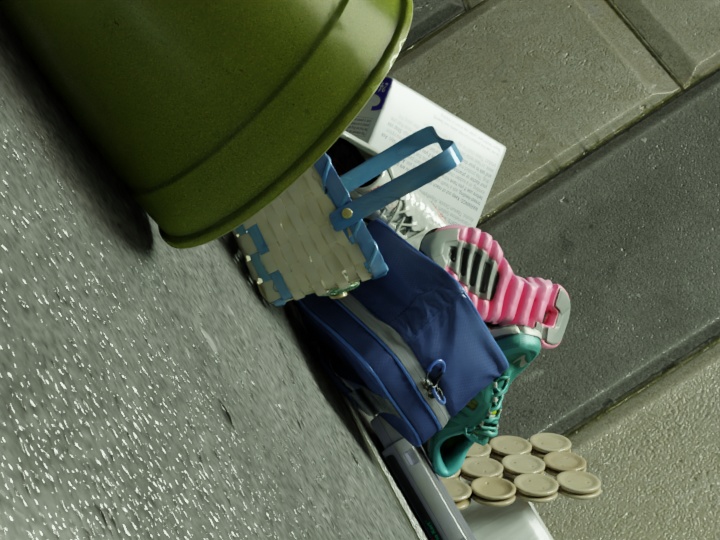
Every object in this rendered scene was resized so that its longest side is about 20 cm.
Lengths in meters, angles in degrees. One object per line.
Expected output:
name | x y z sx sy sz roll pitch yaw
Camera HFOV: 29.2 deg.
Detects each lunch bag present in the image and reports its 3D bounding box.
lunch bag | 0.029 0.064 1.248 0.136 0.132 0.200 56 -10 -35

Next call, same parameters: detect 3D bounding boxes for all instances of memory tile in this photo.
memory tile | 0.156 0.222 1.529 0.153 0.197 0.017 -124 -145 -69

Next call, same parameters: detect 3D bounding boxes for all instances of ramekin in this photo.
ramekin | 0.171 0.317 1.562 0.204 0.094 0.202 58 2 -3

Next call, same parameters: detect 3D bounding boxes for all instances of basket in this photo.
basket | -0.012 -0.062 1.173 0.140 0.199 0.176 57 3 -10

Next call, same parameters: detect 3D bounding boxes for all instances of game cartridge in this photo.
game cartridge | 0.075 0.233 1.347 0.201 0.038 0.130 59 6 16

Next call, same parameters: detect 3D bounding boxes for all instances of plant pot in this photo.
plant pot | -0.107 -0.152 0.761 0.193 0.200 0.201 44 8 -23

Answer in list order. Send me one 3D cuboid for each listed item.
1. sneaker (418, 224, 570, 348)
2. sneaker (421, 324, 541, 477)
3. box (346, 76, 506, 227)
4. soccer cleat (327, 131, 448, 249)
sneaker | 0.114 0.018 1.340 0.199 0.080 0.095 34 -16 -37
sneaker | 0.119 0.125 1.334 0.077 0.201 0.080 7 47 -26
box | 0.039 -0.089 1.549 0.183 0.202 0.104 26 -6 -34
soccer cleat | 0.019 -0.070 1.315 0.200 0.069 0.085 42 -11 -15
